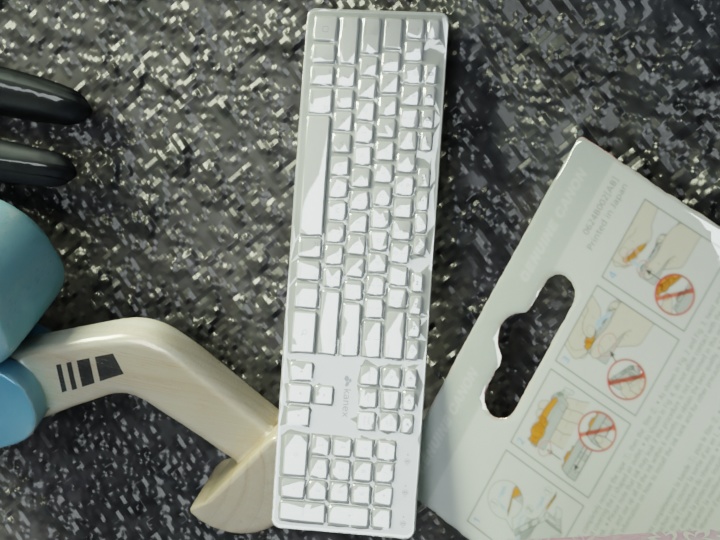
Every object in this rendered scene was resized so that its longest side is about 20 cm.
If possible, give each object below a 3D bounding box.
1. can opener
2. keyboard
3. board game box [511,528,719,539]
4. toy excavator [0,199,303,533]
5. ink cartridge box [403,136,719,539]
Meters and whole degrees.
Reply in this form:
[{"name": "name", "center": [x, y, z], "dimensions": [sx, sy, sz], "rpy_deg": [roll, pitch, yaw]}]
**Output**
[{"name": "can opener", "center": [-0.208, -0.072, 0.925], "dimensions": [0.200, 0.079, 0.064], "rpy_deg": [18, 96, 11]}, {"name": "keyboard", "center": [0.000, 0.000, 0.842], "dimensions": [0.056, 0.011, 0.201], "rpy_deg": [4, 87, 7]}, {"name": "board game box", "center": [0.123, 0.183, 0.741], "dimensions": [0.199, 0.043, 0.200], "rpy_deg": [-2, 111, -9]}, {"name": "toy excavator", "center": [-0.136, 0.034, 0.879], "dimensions": [0.200, 0.100, 0.195], "rpy_deg": [-16, 111, 26]}, {"name": "ink cartridge box", "center": [0.130, 0.068, 0.807], "dimensions": [0.200, 0.047, 0.160], "rpy_deg": [35, 110, 22]}]
